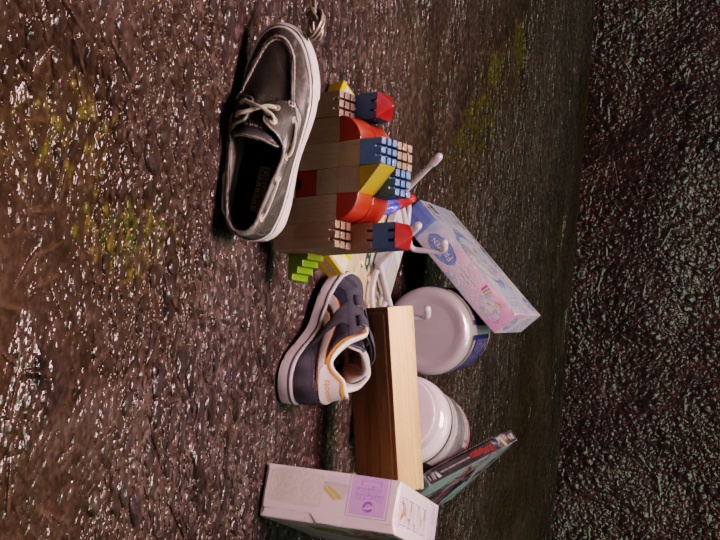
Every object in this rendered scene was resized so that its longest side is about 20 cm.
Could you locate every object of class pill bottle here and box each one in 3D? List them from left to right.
[{"bbox_3d":[0.066,0.195,1.876,0.200,0.113,0.114,43,53,-70],"label":"pill bottle"},{"bbox_3d":[0.111,0.080,1.998,0.200,0.115,0.116,7,88,-74],"label":"pill bottle"}]

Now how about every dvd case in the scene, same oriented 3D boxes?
[{"bbox_3d":[0.103,0.278,1.922,0.200,0.022,0.146,-19,156,-51],"label":"dvd case"}]

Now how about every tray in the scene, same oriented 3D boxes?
[{"bbox_3d":[0.026,0.141,1.653,0.099,0.037,0.201,-6,-94,62],"label":"tray"}]

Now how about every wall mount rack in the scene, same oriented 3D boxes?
[{"bbox_3d":[0.062,-0.040,1.805,0.174,0.074,0.200,77,23,-47],"label":"wall mount rack"}]

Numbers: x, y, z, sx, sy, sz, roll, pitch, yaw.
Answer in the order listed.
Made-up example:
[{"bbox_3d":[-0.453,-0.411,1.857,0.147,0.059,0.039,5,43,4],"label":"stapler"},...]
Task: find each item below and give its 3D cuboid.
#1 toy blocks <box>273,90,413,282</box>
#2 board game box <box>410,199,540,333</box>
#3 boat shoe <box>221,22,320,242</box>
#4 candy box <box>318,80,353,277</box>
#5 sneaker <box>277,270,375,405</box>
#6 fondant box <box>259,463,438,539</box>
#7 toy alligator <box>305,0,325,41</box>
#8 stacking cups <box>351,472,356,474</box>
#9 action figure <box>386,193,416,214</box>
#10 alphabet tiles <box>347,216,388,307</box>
[{"bbox_3d":[-0.012,-0.094,1.418,0.100,0.136,0.201,11,78,-54],"label":"toy blocks"},{"bbox_3d":[0.151,-0.002,2.020,0.043,0.199,0.200,-43,167,10],"label":"board game box"},{"bbox_3d":[-0.082,-0.125,1.326,0.064,0.070,0.201,13,83,-75],"label":"boat shoe"},{"bbox_3d":[-0.025,-0.099,1.562,0.102,0.026,0.200,56,37,-34],"label":"candy box"},{"bbox_3d":[-0.018,0.075,1.586,0.200,0.079,0.079,-63,150,-48],"label":"sneaker"},{"bbox_3d":[-0.007,0.254,1.574,0.200,0.144,0.058,47,51,-70],"label":"fondant box"},{"bbox_3d":[-0.061,-0.304,1.354,0.054,0.059,0.201,14,63,-33],"label":"toy alligator"},{"bbox_3d":[0.007,0.265,1.794,0.200,0.060,0.061,6,89,-77],"label":"stacking cups"},{"bbox_3d":[-0.004,-0.069,1.648,0.200,0.052,0.066,-32,105,-60],"label":"action figure"},{"bbox_3d":[0.000,0.000,1.762,0.200,0.015,0.196,68,31,-59],"label":"alphabet tiles"}]
